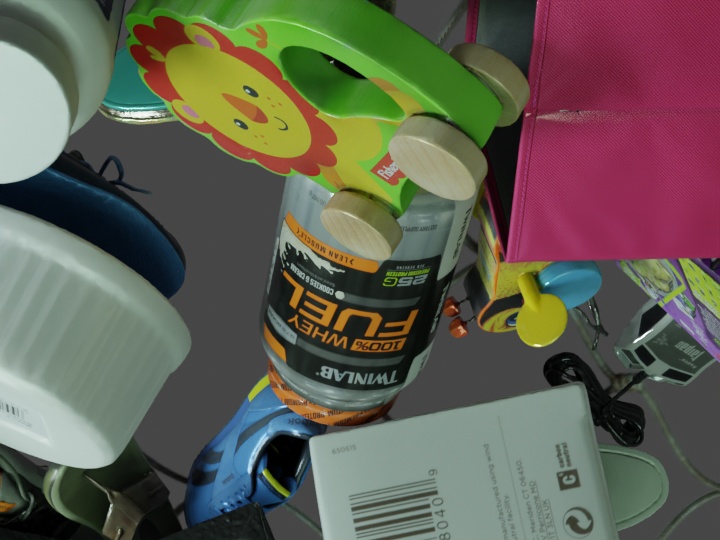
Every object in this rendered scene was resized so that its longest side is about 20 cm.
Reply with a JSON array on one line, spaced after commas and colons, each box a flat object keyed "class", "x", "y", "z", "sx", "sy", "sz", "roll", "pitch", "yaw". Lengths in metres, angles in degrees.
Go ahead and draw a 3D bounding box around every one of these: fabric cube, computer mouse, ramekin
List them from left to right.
[{"class": "ramekin", "x": -0.219, "y": 0.047, "z": 0.847, "sx": 0.200, "sy": 0.098, "sz": 0.201, "roll": 19, "pitch": 155, "yaw": 9}, {"class": "fabric cube", "x": 0.172, "y": -0.138, "z": 0.730, "sx": 0.199, "sy": 0.196, "sz": 0.200, "roll": 0, "pitch": 127, "yaw": -3}, {"class": "computer mouse", "x": 0.232, "y": 0.051, "z": 0.980, "sx": 0.110, "sy": 0.044, "sz": 0.200, "roll": 33, "pitch": 125, "yaw": -20}]

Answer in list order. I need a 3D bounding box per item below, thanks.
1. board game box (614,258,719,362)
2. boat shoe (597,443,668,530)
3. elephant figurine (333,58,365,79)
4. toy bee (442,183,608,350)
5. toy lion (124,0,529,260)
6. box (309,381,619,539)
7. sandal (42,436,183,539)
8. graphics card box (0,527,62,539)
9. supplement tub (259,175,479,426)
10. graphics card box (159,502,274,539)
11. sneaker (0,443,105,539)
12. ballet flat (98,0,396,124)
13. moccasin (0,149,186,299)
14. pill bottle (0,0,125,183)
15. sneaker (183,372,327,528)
[{"class": "board game box", "x": 0.203, "y": -0.004, "z": 0.836, "sx": 0.032, "sy": 0.200, "sz": 0.120, "roll": -30, "pitch": 125, "yaw": -4}, {"class": "boat shoe", "x": 0.146, "y": 0.182, "z": 1.063, "sx": 0.199, "sy": 0.076, "sz": 0.060, "roll": -5, "pitch": 170, "yaw": 0}, {"class": "elephant figurine", "x": -0.044, "y": -0.216, "z": 0.699, "sx": 0.200, "sy": 0.142, "sz": 0.155, "roll": 18, "pitch": 138, "yaw": -10}, {"class": "toy bee", "x": 0.106, "y": 0.009, "z": 0.877, "sx": 0.108, "sy": 0.131, "sz": 0.200, "roll": -21, "pitch": 124, "yaw": 2}, {"class": "toy lion", "x": -0.033, "y": -0.094, "z": 0.689, "sx": 0.191, "sy": 0.069, "sz": 0.200, "roll": 34, "pitch": 160, "yaw": -8}, {"class": "box", "x": 0.078, "y": 0.203, "z": 0.940, "sx": 0.199, "sy": 0.200, "sz": 0.171, "roll": -11, "pitch": 167, "yaw": -2}, {"class": "sandal", "x": -0.175, "y": 0.184, "z": 1.018, "sx": 0.057, "sy": 0.080, "sz": 0.201, "roll": 20, "pitch": 153, "yaw": 35}, {"class": "graphics card box", "x": -0.303, "y": 0.246, "z": 1.034, "sx": 0.125, "sy": 0.051, "sz": 0.200, "roll": 16, "pitch": 151, "yaw": -14}, {"class": "supplement tub", "x": 0.000, "y": 0.000, "z": 0.871, "sx": 0.122, "sy": 0.123, "sz": 0.200, "roll": 6, "pitch": 127, "yaw": -9}, {"class": "graphics card box", "x": -0.122, "y": 0.248, "z": 1.015, "sx": 0.125, "sy": 0.051, "sz": 0.200, "roll": -19, "pitch": 155, "yaw": -11}, {"class": "sneaker", "x": -0.264, "y": 0.178, "z": 1.008, "sx": 0.074, "sy": 0.079, "sz": 0.200, "roll": -46, "pitch": 123, "yaw": -2}, {"class": "ballet flat", "x": -0.067, "y": -0.133, "z": 0.806, "sx": 0.200, "sy": 0.071, "sz": 0.071, "roll": -24, "pitch": 126, "yaw": 16}, {"class": "moccasin", "x": -0.193, "y": -0.054, "z": 0.853, "sx": 0.080, "sy": 0.068, "sz": 0.200, "roll": -41, "pitch": 121, "yaw": 15}, {"class": "pill bottle", "x": -0.185, "y": -0.135, "z": 0.704, "sx": 0.111, "sy": 0.200, "sz": 0.111, "roll": -2, "pitch": 127, "yaw": -3}, {"class": "sneaker", "x": -0.086, "y": 0.163, "z": 1.021, "sx": 0.066, "sy": 0.079, "sz": 0.200, "roll": 21, "pitch": 125, "yaw": -21}]
